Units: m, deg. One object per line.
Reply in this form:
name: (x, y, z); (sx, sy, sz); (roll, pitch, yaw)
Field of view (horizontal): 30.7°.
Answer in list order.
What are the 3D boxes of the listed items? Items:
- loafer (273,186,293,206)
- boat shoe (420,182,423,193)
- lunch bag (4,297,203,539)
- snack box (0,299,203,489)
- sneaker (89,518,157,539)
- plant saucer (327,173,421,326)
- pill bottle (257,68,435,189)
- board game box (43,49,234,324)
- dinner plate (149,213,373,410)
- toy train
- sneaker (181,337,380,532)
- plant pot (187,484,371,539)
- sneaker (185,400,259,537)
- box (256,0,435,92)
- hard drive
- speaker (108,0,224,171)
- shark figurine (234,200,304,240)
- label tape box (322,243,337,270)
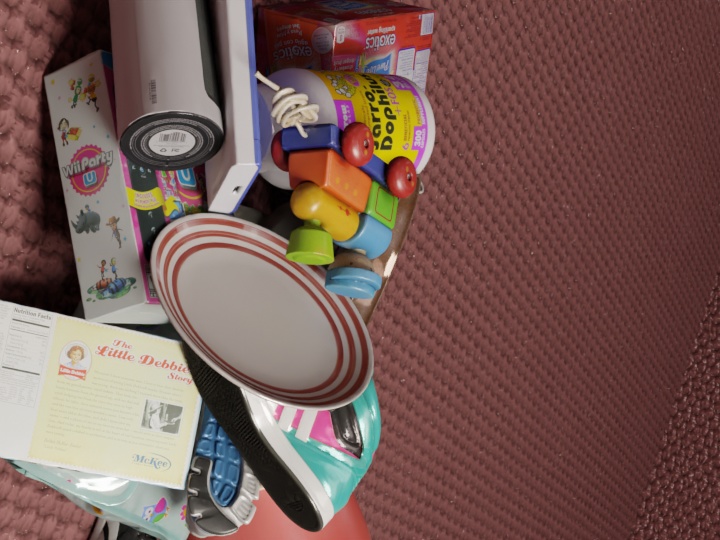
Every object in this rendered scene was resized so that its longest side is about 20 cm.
loafer: (-0.041, -0.046, 1.381); (0.070, 0.075, 0.202); (-40, 136, -40)
boat shoe: (0.025, -0.097, 1.386); (0.203, 0.085, 0.075); (102, -19, -59)
lunch bag: (-0.203, 0.125, 1.128); (0.200, 0.121, 0.172); (46, 63, -52)
snack box: (-0.223, 0.097, 1.030); (0.198, 0.037, 0.118); (15, 79, -25)
sneaker: (-0.203, 0.280, 1.210); (0.201, 0.111, 0.073); (-59, 149, -27)
plant saucer: (0.000, 0.000, 1.189); (0.200, 0.036, 0.203); (23, 89, -82)
pill bottle: (-0.031, -0.125, 1.162); (0.199, 0.104, 0.106); (-6, 110, -47)
board game box: (-0.170, -0.061, 1.063); (0.147, 0.064, 0.203); (6, 69, -62)
dinner plate: (-0.077, 0.034, 1.016); (0.024, 0.200, 0.199); (-51, 165, 32)
toy train: (-0.037, -0.058, 1.014); (0.199, 0.084, 0.117); (31, 63, -54)
sneaker: (-0.050, 0.094, 1.062); (0.120, 0.083, 0.201); (-37, 100, -34)
plant pot: (-0.096, 0.226, 1.285); (0.201, 0.198, 0.179); (-47, 140, -40)
sneaker: (-0.114, 0.133, 1.116); (0.087, 0.074, 0.202); (135, -25, -59)
box: (-0.015, -0.216, 1.322); (0.199, 0.095, 0.101); (-24, 125, -55)
hard drive: (-0.106, -0.160, 1.036); (0.132, 0.025, 0.203); (138, -51, -70)
speaker: (-0.154, -0.183, 1.011); (0.081, 0.080, 0.202); (45, 31, -58)
shark figurine: (-0.080, 0.022, 1.202); (0.127, 0.089, 0.217); (13, 94, -32)
label tape box: (-0.065, 0.038, 1.303); (0.198, 0.066, 0.145); (3, 103, -30)
